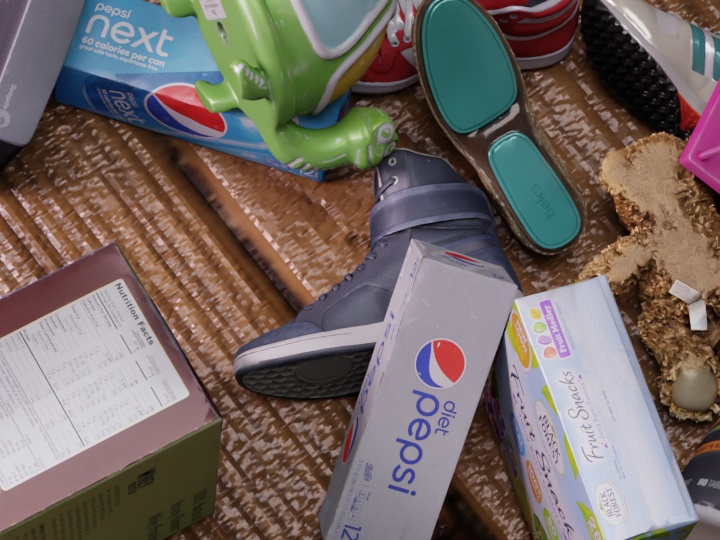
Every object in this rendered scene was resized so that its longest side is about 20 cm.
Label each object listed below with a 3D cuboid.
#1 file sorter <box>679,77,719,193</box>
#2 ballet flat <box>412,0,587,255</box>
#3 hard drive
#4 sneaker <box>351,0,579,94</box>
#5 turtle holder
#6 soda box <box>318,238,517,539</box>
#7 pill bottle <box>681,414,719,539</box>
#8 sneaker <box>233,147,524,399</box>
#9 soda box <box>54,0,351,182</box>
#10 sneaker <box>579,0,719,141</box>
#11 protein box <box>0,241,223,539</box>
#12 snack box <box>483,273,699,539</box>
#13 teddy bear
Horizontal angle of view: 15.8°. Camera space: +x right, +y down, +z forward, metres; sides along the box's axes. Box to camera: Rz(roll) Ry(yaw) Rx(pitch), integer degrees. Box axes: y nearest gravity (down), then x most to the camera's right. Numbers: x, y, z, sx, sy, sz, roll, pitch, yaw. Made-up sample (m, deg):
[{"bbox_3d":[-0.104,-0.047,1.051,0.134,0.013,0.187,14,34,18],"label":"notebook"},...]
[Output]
[{"bbox_3d":[0.349,-0.084,1.745,0.200,0.125,0.139,35,68,-17],"label":"file sorter"},{"bbox_3d":[0.089,-0.101,1.773,0.070,0.065,0.200,-26,100,-2],"label":"ballet flat"},{"bbox_3d":[-0.230,-0.156,1.767,0.042,0.135,0.200,23,65,-17],"label":"hard drive"},{"bbox_3d":[0.058,-0.181,1.805,0.200,0.113,0.071,-8,68,-8],"label":"sneaker"},{"bbox_3d":[-0.041,-0.161,1.706,0.132,0.141,0.186,-25,71,-15],"label":"turtle holder"},{"bbox_3d":[0.036,0.086,1.668,0.068,0.063,0.200,17,99,-9],"label":"soda box"},{"bbox_3d":[0.281,0.118,1.684,0.106,0.106,0.200,33,59,9],"label":"pill bottle"},{"bbox_3d":[0.001,0.001,1.750,0.202,0.077,0.146,-14,64,-5],"label":"sneaker"},{"bbox_3d":[-0.109,-0.130,1.798,0.200,0.064,0.068,17,68,3],"label":"soda box"},{"bbox_3d":[0.245,-0.140,1.823,0.200,0.070,0.093,43,65,-1],"label":"sneaker"},{"bbox_3d":[-0.207,0.113,1.619,0.200,0.199,0.135,-27,73,-14],"label":"protein box"},{"bbox_3d":[0.141,0.118,1.644,0.068,0.200,0.169,-15,69,-11],"label":"snack box"},{"bbox_3d":[0.222,0.007,1.776,0.145,0.067,0.200,-34,82,-11],"label":"teddy bear"}]
